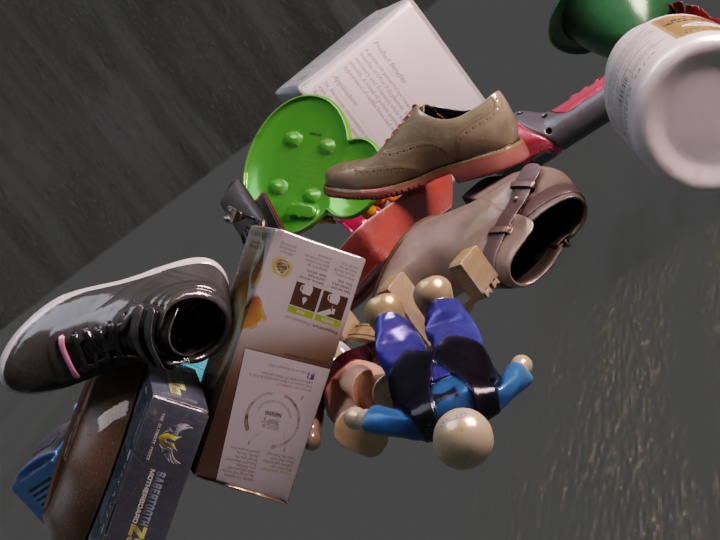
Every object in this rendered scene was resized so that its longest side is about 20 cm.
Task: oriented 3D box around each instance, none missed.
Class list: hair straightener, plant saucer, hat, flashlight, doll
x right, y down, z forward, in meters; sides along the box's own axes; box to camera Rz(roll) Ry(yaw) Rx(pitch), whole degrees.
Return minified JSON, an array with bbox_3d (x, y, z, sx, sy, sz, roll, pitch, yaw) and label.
[{"bbox_3d":[-0.105,-0.027,1.338,0.041,0.077,0.200,-48,36,20],"label":"hair straightener"},{"bbox_3d":[0.000,0.000,1.320,0.200,0.037,0.200,-47,-5,34],"label":"plant saucer"},{"bbox_3d":[-0.230,0.146,1.182,0.200,0.036,0.202,-159,90,-78],"label":"plant saucer"},{"bbox_3d":[0.304,-0.228,1.435,0.165,0.177,0.200,-38,-25,15],"label":"hat"},{"bbox_3d":[0.211,-0.160,1.352,0.200,0.068,0.068,-34,10,26],"label":"flashlight"},{"bbox_3d":[0.051,0.077,0.965,0.136,0.049,0.200,-20,29,-2],"label":"doll"}]

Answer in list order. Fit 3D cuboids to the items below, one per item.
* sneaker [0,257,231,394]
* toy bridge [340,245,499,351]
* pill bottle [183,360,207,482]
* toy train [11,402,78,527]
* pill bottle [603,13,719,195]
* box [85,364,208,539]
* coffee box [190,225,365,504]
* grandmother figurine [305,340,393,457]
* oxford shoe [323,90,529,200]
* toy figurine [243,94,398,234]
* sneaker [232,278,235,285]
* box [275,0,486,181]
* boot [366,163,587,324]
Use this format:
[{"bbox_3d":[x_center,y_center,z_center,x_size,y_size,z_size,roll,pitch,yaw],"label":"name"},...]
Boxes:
[{"bbox_3d":[-0.189,0.052,1.092,0.199,0.071,0.099,-23,20,-10],"label":"sneaker"},{"bbox_3d":[0.042,0.035,1.147,0.199,0.067,0.027,-22,21,49],"label":"toy bridge"},{"bbox_3d":[-0.168,0.127,1.324,0.110,0.111,0.200,-33,14,23],"label":"pill bottle"},{"bbox_3d":[-0.247,0.181,1.355,0.086,0.114,0.200,-30,16,31],"label":"toy train"},{"bbox_3d":[0.245,-0.133,1.052,0.114,0.115,0.200,-37,13,10],"label":"pill bottle"},{"bbox_3d":[-0.179,0.180,1.109,0.158,0.051,0.201,-147,77,-76],"label":"box"},{"bbox_3d":[-0.074,0.071,1.119,0.114,0.079,0.201,-170,98,-76],"label":"coffee box"},{"bbox_3d":[-0.008,0.091,1.123,0.121,0.061,0.200,-34,14,-10],"label":"grandmother figurine"},{"bbox_3d":[0.051,-0.112,1.246,0.199,0.075,0.070,-12,14,24],"label":"oxford shoe"},{"bbox_3d":[0.008,-0.082,1.461,0.199,0.184,0.151,14,86,44],"label":"toy figurine"},{"bbox_3d":[-0.112,0.046,1.463,0.200,0.080,0.074,-52,8,19],"label":"sneaker"},{"bbox_3d":[0.032,-0.187,1.642,0.171,0.199,0.200,-39,12,-4],"label":"box"},{"bbox_3d":[0.099,-0.010,1.167,0.200,0.070,0.146,-52,25,-4],"label":"boot"}]
